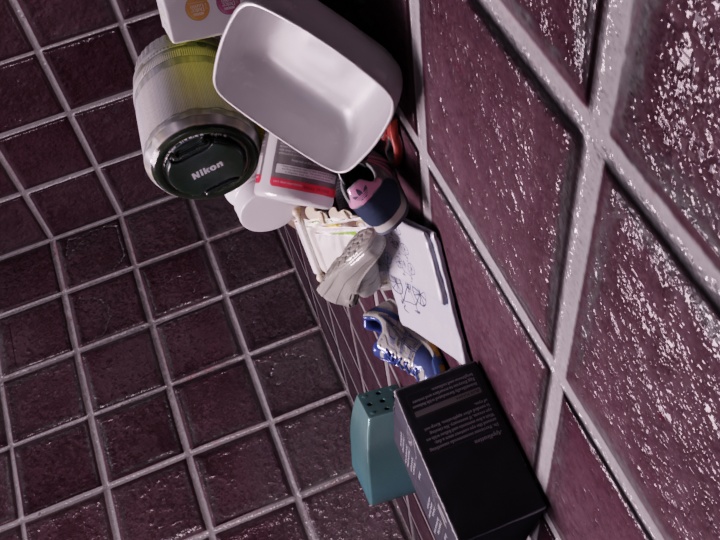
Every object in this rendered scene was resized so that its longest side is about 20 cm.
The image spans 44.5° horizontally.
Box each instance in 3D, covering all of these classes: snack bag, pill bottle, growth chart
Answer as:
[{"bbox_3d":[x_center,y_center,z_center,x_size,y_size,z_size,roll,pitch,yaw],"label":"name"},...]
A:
[{"bbox_3d":[0.069,0.017,1.162,0.188,0.021,0.201,31,142,59],"label":"snack bag"},{"bbox_3d":[-0.165,-0.165,1.340,0.114,0.114,0.200,82,167,-57],"label":"pill bottle"},{"bbox_3d":[-0.074,-0.189,1.189,0.111,0.110,0.201,-159,79,-80],"label":"pill bottle"},{"bbox_3d":[-0.007,-0.028,1.278,0.199,0.018,0.145,9,126,30],"label":"growth chart"}]

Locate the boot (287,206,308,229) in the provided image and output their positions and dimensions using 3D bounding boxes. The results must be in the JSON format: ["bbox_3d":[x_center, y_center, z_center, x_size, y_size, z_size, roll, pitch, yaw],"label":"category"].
[{"bbox_3d":[-0.051,-0.060,1.444,0.200,0.070,0.146,26,-165,-23],"label":"boot"}]

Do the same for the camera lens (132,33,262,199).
[{"bbox_3d":[-0.230,-0.213,1.226,0.160,0.159,0.200,81,172,-57],"label":"camera lens"}]

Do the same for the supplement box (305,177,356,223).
[{"bbox_3d":[-0.053,-0.163,1.367,0.200,0.103,0.131,-122,13,-57],"label":"supplement box"}]

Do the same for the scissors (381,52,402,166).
[{"bbox_3d":[0.039,-0.181,1.030,0.200,0.014,0.073,109,142,-76],"label":"scissors"}]

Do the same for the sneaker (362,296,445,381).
[{"bbox_3d":[0.068,0.128,1.341,0.075,0.088,0.200,80,166,-46],"label":"sneaker"}]

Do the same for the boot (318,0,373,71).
[{"bbox_3d":[-0.063,-0.286,1.044,0.198,0.073,0.163,30,157,34],"label":"boot"}]

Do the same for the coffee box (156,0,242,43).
[{"bbox_3d":[-0.179,-0.421,1.150,0.200,0.199,0.198,-129,26,-65],"label":"coffee box"}]

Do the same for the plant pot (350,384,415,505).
[{"bbox_3d":[0.056,0.351,1.832,0.141,0.141,0.201,-123,22,-58],"label":"plant pot"}]

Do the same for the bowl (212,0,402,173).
[{"bbox_3d":[-0.052,-0.216,0.963,0.199,0.075,0.200,33,154,-7],"label":"bowl"}]

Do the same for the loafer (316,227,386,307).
[{"bbox_3d":[0.000,0.000,1.212,0.070,0.070,0.200,31,156,-6],"label":"loafer"}]

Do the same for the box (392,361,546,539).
[{"bbox_3d":[0.130,0.254,1.121,0.197,0.117,0.200,85,164,-62],"label":"box"}]

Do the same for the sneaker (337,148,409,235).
[{"bbox_3d":[0.002,-0.123,1.110,0.082,0.070,0.200,41,-169,-30],"label":"sneaker"}]
